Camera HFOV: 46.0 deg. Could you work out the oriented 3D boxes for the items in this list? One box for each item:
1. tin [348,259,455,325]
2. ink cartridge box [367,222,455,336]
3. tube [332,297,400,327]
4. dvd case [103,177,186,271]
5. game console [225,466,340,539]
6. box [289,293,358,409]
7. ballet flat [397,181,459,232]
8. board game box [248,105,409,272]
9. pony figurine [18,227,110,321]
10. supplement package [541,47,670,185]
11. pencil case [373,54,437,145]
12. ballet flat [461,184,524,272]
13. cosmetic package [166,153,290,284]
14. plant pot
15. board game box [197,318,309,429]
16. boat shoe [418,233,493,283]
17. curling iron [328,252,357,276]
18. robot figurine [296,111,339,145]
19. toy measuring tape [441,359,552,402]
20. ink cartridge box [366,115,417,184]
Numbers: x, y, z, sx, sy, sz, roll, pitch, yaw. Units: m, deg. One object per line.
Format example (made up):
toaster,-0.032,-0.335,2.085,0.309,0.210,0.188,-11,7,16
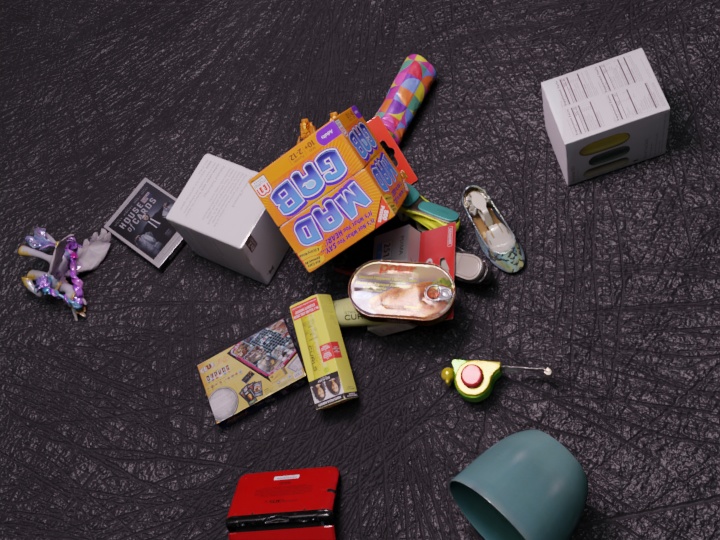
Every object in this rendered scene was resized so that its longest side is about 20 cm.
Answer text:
tin,0.076,0.040,1.547,0.196,0.042,0.114,5,71,12
ink cartridge box,0.097,0.010,1.611,0.174,0.044,0.204,-17,57,38
tube,-0.006,0.076,1.611,0.197,0.052,0.059,-9,104,32
dvd case,-0.460,-0.105,1.886,0.198,0.025,0.151,32,77,27
game console,-0.128,0.458,1.513,0.196,0.120,0.173,-8,31,12
box,-0.069,0.152,1.587,0.074,0.050,0.204,-22,74,28
ballet flat,0.111,-0.118,1.696,0.198,0.068,0.067,32,46,24
board game box,-0.052,-0.158,1.588,0.198,0.200,0.201,-32,99,19
pony figurine,-0.650,-0.012,1.843,0.198,0.166,0.196,26,106,23
supplement package,0.466,-0.291,1.622,0.196,0.152,0.153,-18,61,8
pencil case,0.092,-0.364,1.815,0.087,0.089,0.202,21,70,24
ballet flat,0.250,-0.085,1.636,0.073,0.074,0.202,-31,60,0
cosmetic package,-0.253,-0.105,1.742,0.197,0.165,0.167,21,71,24
plant pot,0.266,0.355,1.349,0.160,0.202,0.200,-40,60,-19
board game box,-0.209,0.200,1.654,0.197,0.035,0.137,-28,60,2
boat shoe,0.172,-0.016,1.629,0.199,0.057,0.068,26,89,46
curling iron,0.000,0.000,1.653,0.025,0.050,0.198,-34,36,-27
robot figurine,-0.080,-0.236,1.815,0.142,0.058,0.204,-11,61,12
toy measuring tape,0.238,0.200,1.500,0.196,0.074,0.075,3,65,18
ink cartridge box,-0.002,-0.196,1.731,0.198,0.047,0.162,-34,97,0
